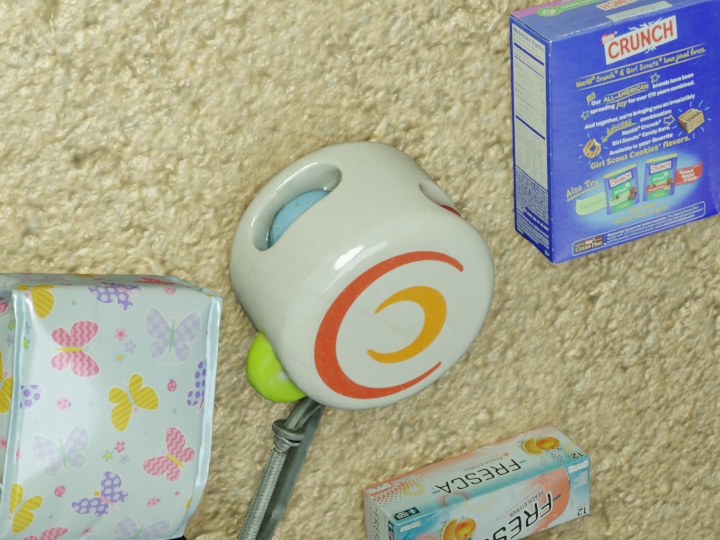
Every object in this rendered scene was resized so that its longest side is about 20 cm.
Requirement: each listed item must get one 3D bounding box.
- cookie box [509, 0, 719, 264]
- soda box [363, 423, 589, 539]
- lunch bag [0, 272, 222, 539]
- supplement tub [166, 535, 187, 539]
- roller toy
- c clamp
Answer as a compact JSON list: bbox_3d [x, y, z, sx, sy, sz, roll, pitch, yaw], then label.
[{"bbox_3d":[0.212,-0.127,1.490,0.171,0.075,0.201,-16,122,-21],"label":"cookie box"},{"bbox_3d":[0.104,0.203,1.605,0.199,0.068,0.064,-17,121,-22],"label":"soda box"},{"bbox_3d":[-0.205,0.105,1.341,0.169,0.127,0.201,0,96,-30],"label":"lunch bag"},{"bbox_3d":[-0.224,0.270,1.436,0.200,0.107,0.107,-41,127,-5],"label":"supplement tub"},{"bbox_3d":[0.000,0.000,1.400,0.199,0.140,0.183,-8,129,-28],"label":"roller toy"},{"bbox_3d":[-0.072,0.183,1.463,0.201,0.027,0.171,-68,168,10],"label":"c clamp"}]
